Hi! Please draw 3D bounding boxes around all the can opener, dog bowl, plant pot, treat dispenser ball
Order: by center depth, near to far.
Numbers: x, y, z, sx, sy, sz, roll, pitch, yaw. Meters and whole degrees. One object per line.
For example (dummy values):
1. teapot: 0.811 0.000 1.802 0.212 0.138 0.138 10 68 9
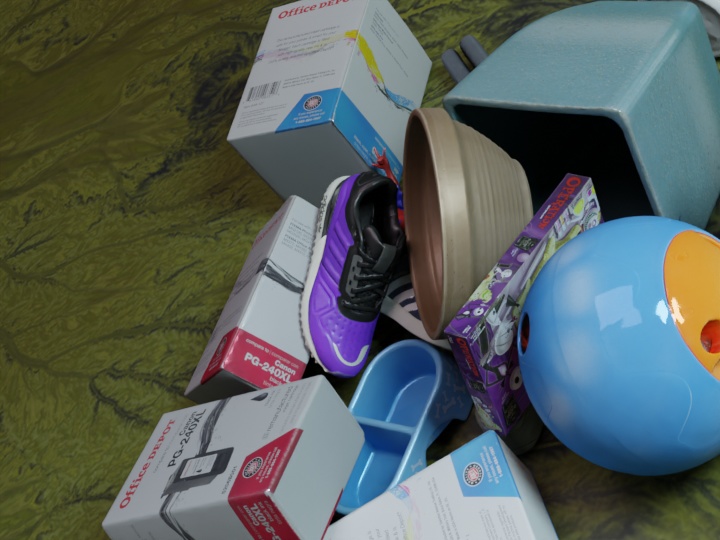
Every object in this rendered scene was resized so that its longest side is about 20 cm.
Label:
1. treat dispenser ball: 0.223 0.058 1.029 0.199 0.201 0.202 -21 47 24
2. plant pot: 0.097 -0.044 1.152 0.092 0.202 0.202 -5 46 -6
3. plant pot: 0.231 -0.142 1.203 0.195 0.197 0.200 11 52 42
4. dog bowl: 0.030 0.153 1.221 0.111 0.050 0.201 6 61 41
5. can opener: 0.133 -0.198 1.406 0.053 0.067 0.201 -35 43 9

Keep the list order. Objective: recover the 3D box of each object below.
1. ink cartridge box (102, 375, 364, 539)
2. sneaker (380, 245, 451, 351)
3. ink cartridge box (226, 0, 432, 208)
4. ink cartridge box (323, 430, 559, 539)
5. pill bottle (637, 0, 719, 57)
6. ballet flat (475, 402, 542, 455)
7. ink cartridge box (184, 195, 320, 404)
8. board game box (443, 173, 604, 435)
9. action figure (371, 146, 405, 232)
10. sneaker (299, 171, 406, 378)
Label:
1. ink cartridge box: -0.115 0.189 1.175 0.199 0.084 0.146 -16 31 32
2. sneaker: 0.071 0.022 1.266 0.199 0.075 0.085 30 93 47
3. ink cartridge box: -0.030 -0.192 1.472 0.146 0.145 0.202 -6 54 34
4. ink cartridge box: 0.064 0.252 1.089 0.199 0.085 0.145 -31 42 12
5. pill bottle: 0.362 -0.320 1.291 0.112 0.112 0.201 15 68 44
6. ballet flat: 0.153 0.068 1.181 0.067 0.064 0.202 1 58 33
7. ink cartridge box: -0.089 0.044 1.332 0.201 0.083 0.145 -67 13 -23
8. board game box: 0.151 0.027 1.113 0.032 0.121 0.200 17 54 37
9. action figure: 0.061 -0.068 1.338 0.199 0.100 0.065 3 37 42
10. sneaker: 0.000 0.000 1.245 0.099 0.069 0.202 -11 71 56
